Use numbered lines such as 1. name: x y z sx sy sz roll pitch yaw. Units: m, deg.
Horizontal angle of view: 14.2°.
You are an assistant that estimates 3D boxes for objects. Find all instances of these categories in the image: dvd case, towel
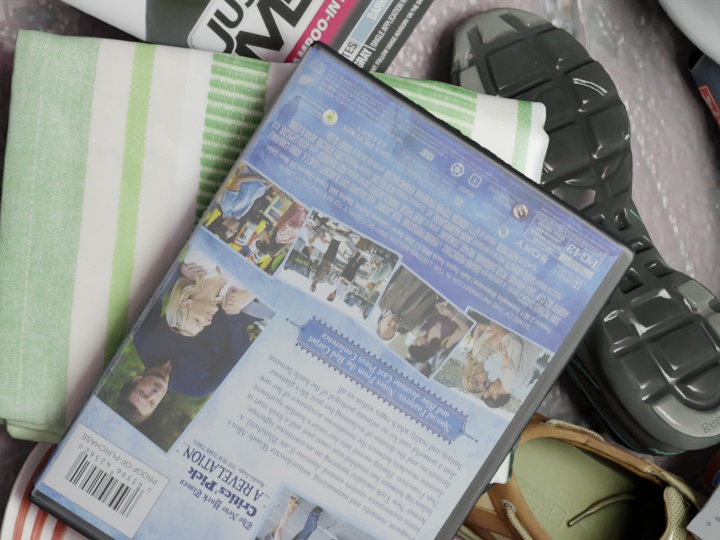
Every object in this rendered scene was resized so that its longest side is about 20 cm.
1. dvd case: -0.011 0.038 1.056 0.142 0.018 0.201 32 96 -5
2. towel: -0.035 -0.003 1.072 0.198 0.023 0.154 6 99 0

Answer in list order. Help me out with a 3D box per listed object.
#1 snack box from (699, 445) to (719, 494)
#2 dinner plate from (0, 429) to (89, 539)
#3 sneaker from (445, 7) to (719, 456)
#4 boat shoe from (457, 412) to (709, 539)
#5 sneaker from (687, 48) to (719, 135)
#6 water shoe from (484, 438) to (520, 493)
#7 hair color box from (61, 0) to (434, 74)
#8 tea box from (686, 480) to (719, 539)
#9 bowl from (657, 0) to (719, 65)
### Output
1. snack box: 0.239 0.089 1.261 0.199 0.024 0.072 18 108 -37
2. dinner plate: -0.051 0.134 1.103 0.199 0.024 0.201 15 57 -25
3. sneaker: 0.085 -0.011 1.184 0.075 0.079 0.201 -23 82 -21
4. boat shoe: 0.113 0.115 1.197 0.199 0.074 0.076 27 79 -26
5. sneaker: 0.176 -0.054 1.236 0.084 0.075 0.202 11 90 -10
6. water shoe: 0.000 0.000 1.118 0.078 0.072 0.201 -22 103 13
7. hair color box: -0.068 -0.140 1.058 0.199 0.061 0.099 25 120 -18
8. tea box: 0.276 0.091 1.177 0.200 0.133 0.197 -54 131 -2
9. bowl: 0.214 -0.165 1.175 0.199 0.091 0.202 3 55 -4
